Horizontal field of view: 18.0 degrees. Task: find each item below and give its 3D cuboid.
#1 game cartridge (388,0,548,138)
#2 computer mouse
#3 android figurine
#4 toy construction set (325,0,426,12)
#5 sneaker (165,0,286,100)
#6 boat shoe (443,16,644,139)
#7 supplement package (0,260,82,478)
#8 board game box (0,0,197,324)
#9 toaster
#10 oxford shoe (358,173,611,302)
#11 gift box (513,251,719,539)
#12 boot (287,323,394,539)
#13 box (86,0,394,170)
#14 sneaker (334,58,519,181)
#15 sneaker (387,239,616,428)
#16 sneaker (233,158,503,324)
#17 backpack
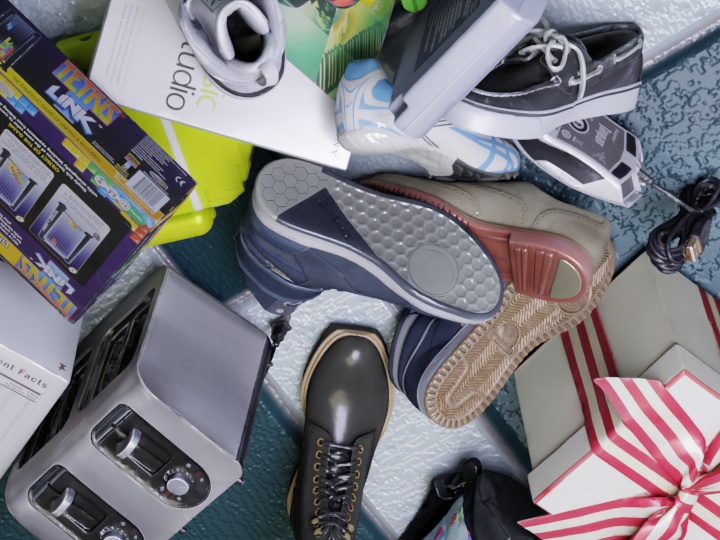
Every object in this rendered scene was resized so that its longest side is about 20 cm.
[{"bbox_3d":[0.081,-0.175,1.561,0.041,0.200,0.133,37,114,-10],"label":"game cartridge"},{"bbox_3d":[0.178,-0.080,1.692,0.200,0.110,0.044,36,135,-7],"label":"computer mouse"},{"bbox_3d":[-0.162,-0.099,1.699,0.199,0.041,0.183,-15,119,10],"label":"android figurine"},{"bbox_3d":[-0.004,-0.255,1.563,0.200,0.092,0.131,37,118,-10],"label":"toy construction set"},{"bbox_3d":[-0.108,-0.207,1.546,0.075,0.115,0.200,-31,99,-4],"label":"sneaker"},{"bbox_3d":[0.135,-0.141,1.609,0.199,0.074,0.068,-12,123,-40],"label":"boat shoe"},{"bbox_3d":[-0.315,0.100,1.778,0.114,0.110,0.200,30,117,-17],"label":"supplement package"},{"bbox_3d":[-0.233,-0.078,1.633,0.200,0.057,0.165,44,141,-2],"label":"board game box"},{"bbox_3d":[-0.164,0.113,1.751,0.119,0.200,0.181,38,122,-18],"label":"toaster"},{"bbox_3d":[0.093,-0.036,1.713,0.199,0.074,0.071,21,139,19],"label":"oxford shoe"},{"bbox_3d":[0.219,0.122,1.740,0.200,0.187,0.185,29,118,-23],"label":"gift box"},{"bbox_3d":[-0.015,0.158,1.798,0.077,0.139,0.201,5,120,-3],"label":"boot"},{"bbox_3d":[-0.085,-0.167,1.630,0.199,0.036,0.145,15,95,-11],"label":"box"},{"bbox_3d":[0.055,-0.105,1.645,0.072,0.200,0.073,3,83,37],"label":"sneaker"},{"bbox_3d":[0.103,0.033,1.772,0.200,0.108,0.070,-44,113,-10],"label":"sneaker"},{"bbox_3d":[0.000,-0.002,1.703,0.202,0.077,0.146,27,152,-4],"label":"sneaker"},{"bbox_3d":[0.093,0.272,1.875,0.167,0.127,0.200,32,119,-22],"label":"backpack"}]
